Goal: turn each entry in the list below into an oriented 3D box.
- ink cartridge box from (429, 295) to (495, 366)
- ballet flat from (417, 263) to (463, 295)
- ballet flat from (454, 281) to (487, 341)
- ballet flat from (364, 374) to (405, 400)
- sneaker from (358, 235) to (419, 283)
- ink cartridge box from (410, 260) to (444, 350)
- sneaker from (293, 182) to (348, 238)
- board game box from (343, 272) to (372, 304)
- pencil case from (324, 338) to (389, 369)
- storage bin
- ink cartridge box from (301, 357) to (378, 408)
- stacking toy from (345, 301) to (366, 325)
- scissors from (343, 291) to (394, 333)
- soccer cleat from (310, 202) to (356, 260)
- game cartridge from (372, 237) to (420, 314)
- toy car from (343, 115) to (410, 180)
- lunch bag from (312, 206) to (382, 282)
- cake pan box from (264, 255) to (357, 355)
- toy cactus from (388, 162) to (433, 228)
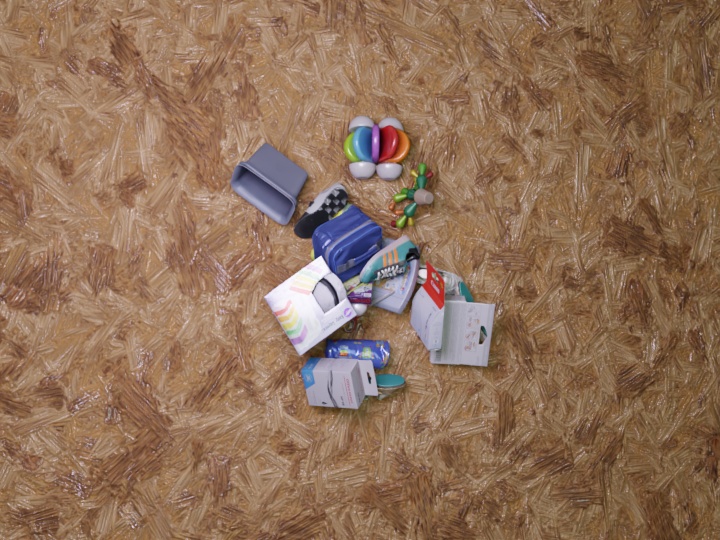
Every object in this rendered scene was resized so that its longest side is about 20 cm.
[{"bbox_3d":[0.293,0.176,1.705,0.169,0.045,0.207,3,111,2],"label":"ink cartridge box"},{"bbox_3d":[0.225,0.027,1.747,0.193,0.072,0.074,15,84,-8],"label":"ballet flat"},{"bbox_3d":[0.321,0.131,1.749,0.204,0.063,0.075,60,37,-7],"label":"ballet flat"},{"bbox_3d":[0.035,0.343,1.706,0.192,0.071,0.068,2,112,-6],"label":"ballet flat"},{"bbox_3d":[0.085,-0.017,1.632,0.198,0.072,0.080,-37,71,-22],"label":"sneaker"},{"bbox_3d":[0.189,0.096,1.654,0.046,0.161,0.207,-5,113,-12],"label":"ink cartridge box"},{"bbox_3d":[-0.116,-0.176,1.708,0.198,0.089,0.074,-40,119,12],"label":"sneaker"},{"bbox_3d":[-0.063,0.042,1.629,0.192,0.122,0.033,4,129,1],"label":"board game box"},{"bbox_3d":[-0.011,0.242,1.687,0.192,0.078,0.090,2,73,-9],"label":"pencil case"},{"bbox_3d":[-0.249,-0.250,1.661,0.197,0.146,0.136,35,55,-5],"label":"storage bin"},{"bbox_3d":[-0.057,0.311,1.616,0.193,0.067,0.120,-2,112,25],"label":"ink cartridge box"},{"bbox_3d":[-0.075,0.120,1.631,0.193,0.146,0.152,-13,88,6],"label":"stacking toy"},{"bbox_3d":[0.006,0.102,1.694,0.199,0.014,0.074,-43,88,15],"label":"scissors"},{"bbox_3d":[-0.080,-0.113,1.717,0.200,0.065,0.083,-46,64,-5],"label":"soccer cleat"},{"bbox_3d":[0.101,0.015,1.710,0.130,0.041,0.207,13,83,31],"label":"game cartridge"},{"bbox_3d":[0.051,-0.363,1.699,0.192,0.150,0.182,1,87,-9],"label":"toy car"},{"bbox_3d":[-0.023,-0.069,1.628,0.197,0.138,0.132,-32,53,-21],"label":"lunch bag"},{"bbox_3d":[-0.127,0.091,1.547,0.197,0.052,0.187,-32,89,-4],"label":"cake pan box"},{"bbox_3d":[0.165,-0.211,1.710,0.101,0.164,0.203,34,87,-25],"label":"toy cactus"}]
